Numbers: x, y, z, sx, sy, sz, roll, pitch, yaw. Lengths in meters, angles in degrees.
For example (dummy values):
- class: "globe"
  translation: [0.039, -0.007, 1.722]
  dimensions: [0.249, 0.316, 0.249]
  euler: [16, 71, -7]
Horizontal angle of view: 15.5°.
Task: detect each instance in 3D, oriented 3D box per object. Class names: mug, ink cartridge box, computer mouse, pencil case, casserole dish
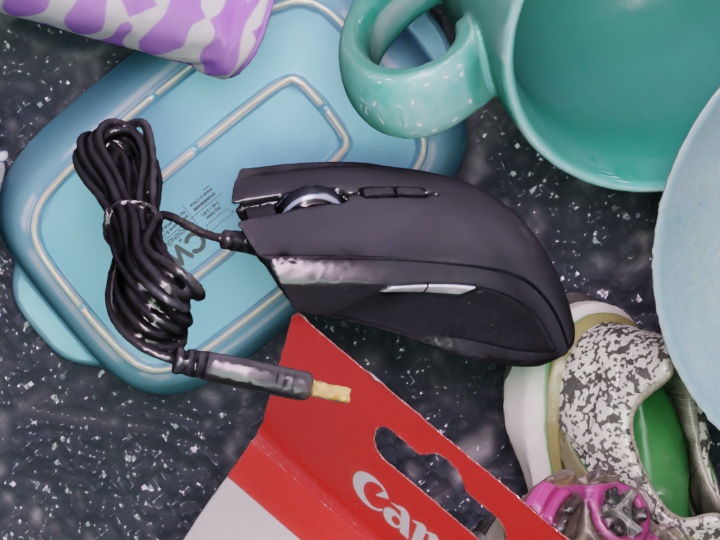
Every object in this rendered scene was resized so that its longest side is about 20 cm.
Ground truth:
- class: "mug"
  translation: [0.087, -0.122, 0.941]
  dimensions: [0.184, 0.115, 0.153]
  euler: [5, 125, -27]
- class: "ink cartridge box"
  translation: [-0.002, 0.138, 0.964]
  dimensions: [0.161, 0.050, 0.201]
  euler: [39, 139, 21]
- class: "computer mouse"
  translation: [0.000, 0.000, 0.927]
  dimensions: [0.199, 0.141, 0.046]
  euler: [17, 120, -19]
- class: "pencil case"
  translation: [-0.119, -0.132, 0.933]
  dimensions: [0.199, 0.084, 0.086]
  euler: [17, 85, -17]
- class: "casserole dish"
  translation: [-0.050, -0.035, 1.016]
  dimensions: [0.200, 0.039, 0.121]
  euler: [-38, 98, 7]

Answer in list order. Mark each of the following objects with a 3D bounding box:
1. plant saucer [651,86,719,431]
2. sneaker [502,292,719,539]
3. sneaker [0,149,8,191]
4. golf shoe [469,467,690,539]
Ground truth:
- class: "plant saucer"
  translation: [0.200, -0.014, 0.948]
  dimensions: [0.200, 0.039, 0.202]
  euler: [-1, 112, -3]
- class: "sneaker"
  translation: [0.113, 0.108, 1.006]
  dimensions: [0.077, 0.088, 0.201]
  euler: [-22, 103, -31]
- class: "sneaker"
  translation: [-0.177, -0.055, 0.999]
  dimensions: [0.077, 0.085, 0.201]
  euler: [-8, 80, 26]
- class: "golf shoe"
  translation: [0.118, 0.157, 0.970]
  dimensions: [0.200, 0.073, 0.092]
  euler: [45, 142, -3]
